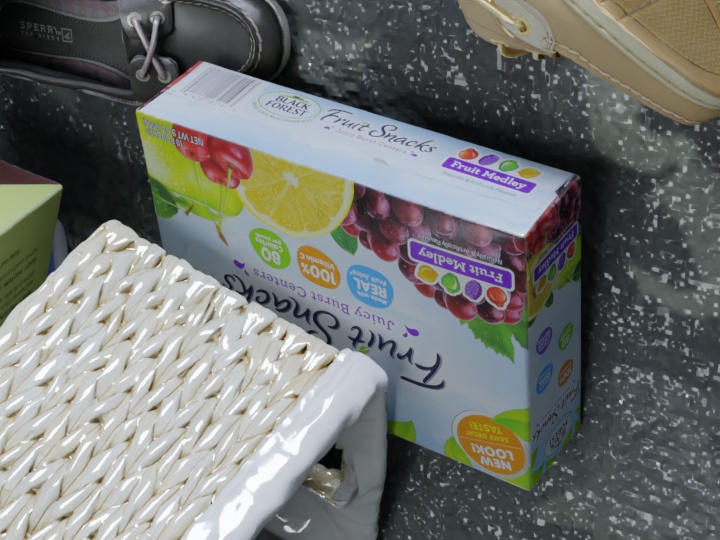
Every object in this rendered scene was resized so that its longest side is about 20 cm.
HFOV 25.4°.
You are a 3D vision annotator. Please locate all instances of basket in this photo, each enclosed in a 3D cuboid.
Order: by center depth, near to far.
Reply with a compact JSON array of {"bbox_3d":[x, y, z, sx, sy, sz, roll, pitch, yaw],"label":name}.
[{"bbox_3d":[-0.105,0.124,0.728,0.160,0.200,0.199,29,150,18],"label":"basket"}]

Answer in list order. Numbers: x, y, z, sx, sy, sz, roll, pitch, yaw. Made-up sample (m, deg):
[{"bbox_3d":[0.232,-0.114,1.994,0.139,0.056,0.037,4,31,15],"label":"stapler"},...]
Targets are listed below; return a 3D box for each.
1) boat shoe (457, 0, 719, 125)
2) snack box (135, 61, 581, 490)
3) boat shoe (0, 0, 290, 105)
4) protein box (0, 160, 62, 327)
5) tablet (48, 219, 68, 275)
[{"bbox_3d":[0.067,-0.120,0.621,0.200,0.074,0.069,44,141,14],"label":"boat shoe"},{"bbox_3d":[0.000,0.000,0.713,0.199,0.053,0.143,20,136,29],"label":"snack box"},{"bbox_3d":[-0.126,-0.110,0.773,0.199,0.057,0.067,11,116,33],"label":"boat shoe"},{"bbox_3d":[-0.257,0.058,0.744,0.134,0.199,0.201,21,119,9],"label":"protein box"},{"bbox_3d":[-0.242,0.010,0.945,0.199,0.014,0.131,13,118,31],"label":"tablet"}]
